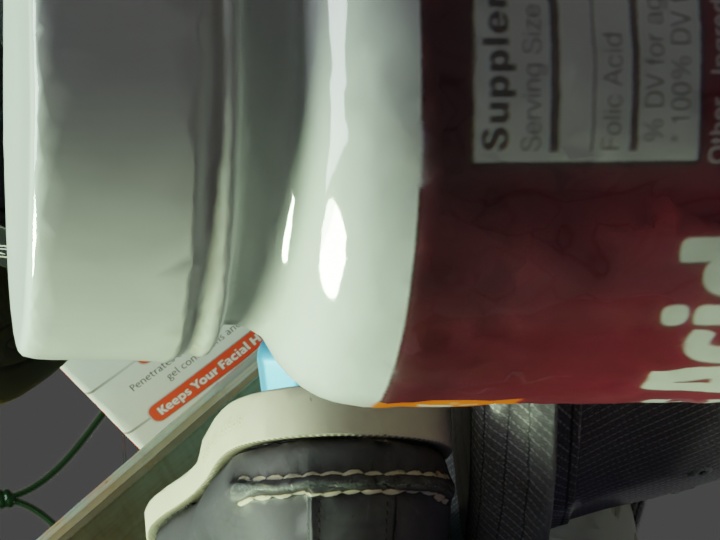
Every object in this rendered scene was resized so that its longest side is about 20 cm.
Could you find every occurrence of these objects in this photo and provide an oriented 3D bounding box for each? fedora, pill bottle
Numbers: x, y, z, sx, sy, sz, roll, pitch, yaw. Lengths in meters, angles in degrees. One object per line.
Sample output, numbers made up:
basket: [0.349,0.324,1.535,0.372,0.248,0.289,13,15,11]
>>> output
fedora: [0.062,-0.004,0.677,0.200,0.090,0.177,97,171,-74]
pill bottle: [0.040,-0.033,0.486,0.114,0.199,0.115,179,90,-81]

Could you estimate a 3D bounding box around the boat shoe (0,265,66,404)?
boat shoe: [-0.095,-0.048,0.836,0.072,0.066,0.201,47,-125,-41]

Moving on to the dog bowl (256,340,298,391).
dog bowl: [0.000,0.000,0.812,0.112,0.049,0.201,-51,-39,-55]

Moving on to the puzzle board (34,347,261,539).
puzzle board: [-0.040,0.093,0.923,0.017,0.200,0.151,38,161,37]

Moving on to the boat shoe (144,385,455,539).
boat shoe: [-0.014,0.080,0.673,0.200,0.072,0.063,110,158,-71]

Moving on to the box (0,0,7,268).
box: [-0.079,-0.102,0.752,0.160,0.043,0.201,25,-109,-58]

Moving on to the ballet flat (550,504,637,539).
ballet flat: [0.054,0.093,0.861,0.200,0.068,0.073,149,139,-83]

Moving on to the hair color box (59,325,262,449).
hair color box: [-0.041,0.010,0.943,0.200,0.111,0.064,52,-178,-45]
